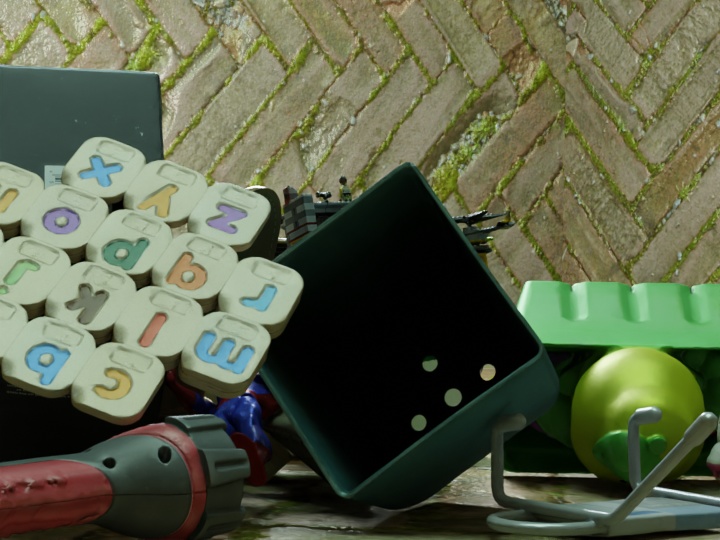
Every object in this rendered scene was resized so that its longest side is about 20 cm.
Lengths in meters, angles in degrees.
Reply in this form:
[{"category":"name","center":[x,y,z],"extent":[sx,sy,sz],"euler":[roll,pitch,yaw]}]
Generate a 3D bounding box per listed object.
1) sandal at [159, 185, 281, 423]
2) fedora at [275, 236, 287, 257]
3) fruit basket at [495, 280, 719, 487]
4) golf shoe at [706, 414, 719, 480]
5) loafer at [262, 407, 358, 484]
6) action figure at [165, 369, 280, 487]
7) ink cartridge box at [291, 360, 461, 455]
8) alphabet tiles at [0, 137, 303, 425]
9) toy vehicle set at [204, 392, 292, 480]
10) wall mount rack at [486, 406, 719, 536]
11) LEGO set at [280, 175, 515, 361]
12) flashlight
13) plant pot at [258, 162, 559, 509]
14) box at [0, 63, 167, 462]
[{"category":"sandal","center":[-0.121,0.032,1.344],"extent":[0.069,0.213,0.077],"euler":[29,18,37]},{"category":"fedora","center":[-0.047,0.024,1.566],"extent":[0.199,0.082,0.201],"euler":[5,8,-1]},{"category":"fruit basket","center":[0.193,0.100,1.442],"extent":[0.214,0.156,0.216],"euler":[-1,43,1]},{"category":"golf shoe","center":[0.320,0.101,1.307],"extent":[0.199,0.092,0.075],"euler":[2,-22,26]},{"category":"loafer","center":[-0.019,0.099,1.374],"extent":[0.076,0.068,0.200],"euler":[40,-3,-2]},{"category":"action figure","center":[-0.090,0.071,1.257],"extent":[0.065,0.099,0.200],"euler":[-30,8,8]},{"category":"ink cartridge box","center":[-0.021,0.104,1.665],"extent":[0.199,0.088,0.145],"euler":[3,0,32]},{"category":"alphabet tiles","center":[-0.137,0.003,1.122],"extent":[0.199,0.015,0.196],"euler":[20,43,8]},{"category":"toy vehicle set","center":[-0.128,0.060,1.449],"extent":[0.026,0.200,0.124],"euler":[-40,6,-8]},{"category":"wall mount rack","center":[0.172,0.110,1.143],"extent":[0.199,0.075,0.173],"euler":[0,0,-38]},{"category":"LEGO set","center":[0.000,0.000,1.402],"extent":[0.199,0.117,0.154],"euler":[-4,-11,-23]},{"category":"flashlight","center":[-0.147,0.111,0.999],"extent":[0.199,0.068,0.068],"euler":[-3,-41,-45]},{"category":"plant pot","center":[0.034,0.057,1.240],"extent":[0.141,0.142,0.200],"euler":[-36,-20,3]},{"category":"box","center":[-0.176,0.010,1.248],"extent":[0.103,0.201,0.183],"euler":[2,-34,-12]}]
